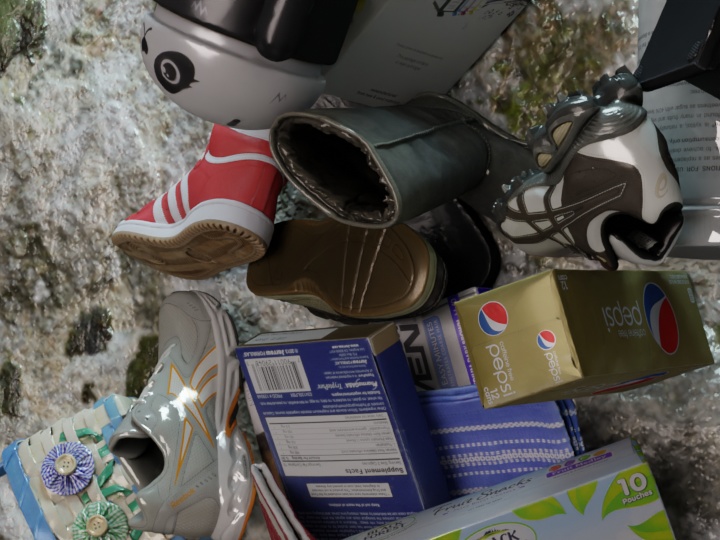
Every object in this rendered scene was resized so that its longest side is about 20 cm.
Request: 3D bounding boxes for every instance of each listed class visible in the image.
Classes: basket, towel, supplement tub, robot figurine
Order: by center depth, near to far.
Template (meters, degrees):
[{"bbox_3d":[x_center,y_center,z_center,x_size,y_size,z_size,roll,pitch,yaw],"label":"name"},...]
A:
[{"bbox_3d":[0.228,-0.109,1.088,0.131,0.132,0.202,1,86,33],"label":"supplement tub"},{"bbox_3d":[-0.059,-0.185,1.110,0.124,0.150,0.201,23,101,15],"label":"robot figurine"},{"bbox_3d":[0.085,0.166,1.175,0.144,0.024,0.201,-9,104,28],"label":"towel"},{"bbox_3d":[-0.023,0.235,1.193,0.144,0.023,0.201,-137,29,-69],"label":"towel"},{"bbox_3d":[-0.206,0.193,1.341,0.200,0.139,0.177,-41,67,13],"label":"basket"}]

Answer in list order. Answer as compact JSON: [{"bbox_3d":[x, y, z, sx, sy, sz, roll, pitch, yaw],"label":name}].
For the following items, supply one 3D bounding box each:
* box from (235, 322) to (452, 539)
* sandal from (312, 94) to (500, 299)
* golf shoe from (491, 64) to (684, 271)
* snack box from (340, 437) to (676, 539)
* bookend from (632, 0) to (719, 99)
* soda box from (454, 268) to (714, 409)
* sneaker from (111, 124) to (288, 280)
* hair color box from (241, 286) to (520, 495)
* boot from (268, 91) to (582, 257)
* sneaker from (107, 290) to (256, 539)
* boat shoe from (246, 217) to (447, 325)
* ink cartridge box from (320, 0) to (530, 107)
[{"bbox_3d":[0.000,0.133,1.181,0.121,0.032,0.201,-6,107,43],"label":"box"},{"bbox_3d":[0.021,-0.062,1.267,0.075,0.048,0.201,-50,64,20],"label":"sandal"},{"bbox_3d":[0.131,-0.031,1.043,0.077,0.200,0.095,-31,75,-10],"label":"golf shoe"},{"bbox_3d":[0.099,0.202,1.121,0.199,0.053,0.143,-21,102,5],"label":"snack box"},{"bbox_3d":[0.280,-0.148,0.988,0.198,0.092,0.201,27,82,-11],"label":"bookend"},{"bbox_3d":[0.137,0.038,1.093,0.067,0.200,0.064,-21,80,30],"label":"soda box"},{"bbox_3d":[-0.107,-0.061,1.332,0.200,0.071,0.113,-9,57,57],"label":"sneaker"},{"bbox_3d":[0.024,0.095,1.245,0.199,0.065,0.110,-24,75,31],"label":"hair color box"},{"bbox_3d":[0.057,-0.055,1.141,0.181,0.200,0.073,27,103,16],"label":"boot"},{"bbox_3d":[-0.131,0.094,1.276,0.076,0.091,0.201,117,149,-45],"label":"sneaker"},{"bbox_3d":[0.000,0.000,1.237,0.199,0.065,0.074,10,82,55],"label":"boat shoe"},{"bbox_3d":[0.030,-0.228,1.217,0.200,0.144,0.147,-48,64,21],"label":"ink cartridge box"}]
